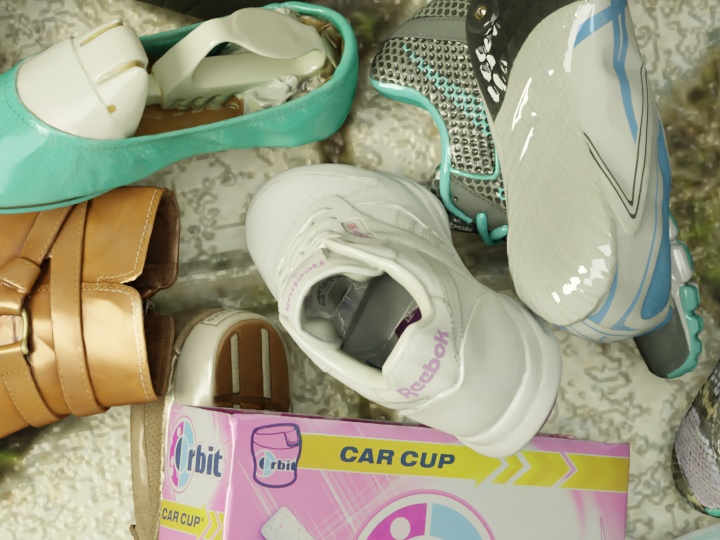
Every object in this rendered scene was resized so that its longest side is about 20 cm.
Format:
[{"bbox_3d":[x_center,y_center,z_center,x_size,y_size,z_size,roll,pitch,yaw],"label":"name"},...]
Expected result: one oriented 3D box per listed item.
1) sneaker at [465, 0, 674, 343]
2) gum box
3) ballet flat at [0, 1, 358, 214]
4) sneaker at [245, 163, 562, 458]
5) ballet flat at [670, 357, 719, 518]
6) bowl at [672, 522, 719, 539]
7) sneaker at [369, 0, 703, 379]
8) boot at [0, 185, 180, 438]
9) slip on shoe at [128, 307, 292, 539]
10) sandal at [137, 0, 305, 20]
[{"bbox_3d":[0.089,-0.067,1.108,0.072,0.072,0.201,-15,69,33],"label":"sneaker"},{"bbox_3d":[0.019,0.120,1.127,0.199,0.066,0.114,6,88,-27],"label":"gum box"},{"bbox_3d":[-0.085,-0.077,1.123,0.199,0.071,0.068,-14,55,-32],"label":"ballet flat"},{"bbox_3d":[0.000,0.000,1.106,0.099,0.200,0.075,23,100,-39],"label":"sneaker"},{"bbox_3d":[0.201,0.018,1.166,0.072,0.072,0.201,26,87,0],"label":"ballet flat"},{"bbox_3d":[0.205,0.182,1.117,0.199,0.201,0.106,-5,109,-2],"label":"bowl"},{"bbox_3d":[0.074,-0.033,1.168,0.091,0.078,0.201,-30,80,2],"label":"sneaker"},{"bbox_3d":[-0.153,0.053,1.143,0.154,0.077,0.201,2,76,15],"label":"boot"},{"bbox_3d":[-0.067,0.116,1.165,0.060,0.076,0.202,2,98,38],"label":"slip on shoe"},{"bbox_3d":[-0.113,-0.160,1.172,0.200,0.080,0.058,18,44,-8],"label":"sandal"}]
